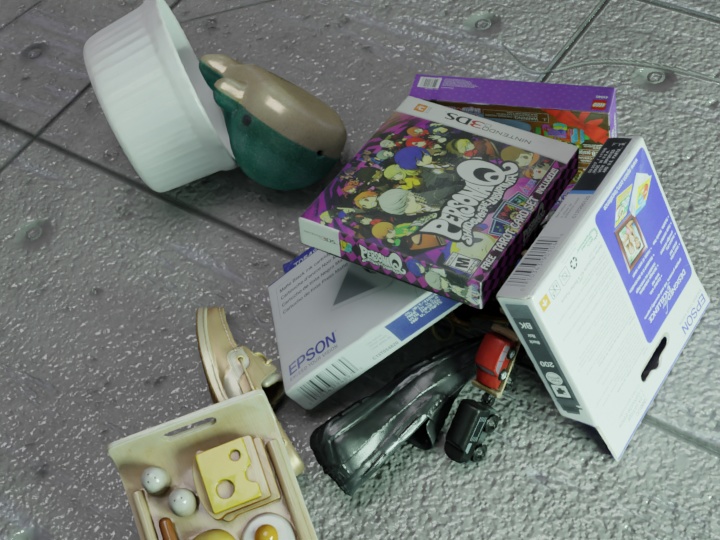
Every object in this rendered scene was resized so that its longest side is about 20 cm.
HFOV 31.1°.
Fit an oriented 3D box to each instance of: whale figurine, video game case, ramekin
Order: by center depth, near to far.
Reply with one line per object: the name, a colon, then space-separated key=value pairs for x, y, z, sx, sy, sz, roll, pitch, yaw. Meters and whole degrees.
video game case: x=0.072 y=-0.067 z=1.143 sx=0.180 sy=0.036 sz=0.200 roll=20 pitch=49 yaw=25
ramekin: x=-0.214 y=-0.182 z=1.378 sx=0.097 sy=0.201 sz=0.201 roll=-25 pitch=49 yaw=2
whale figurine: x=-0.106 y=-0.159 z=1.382 sx=0.200 sy=0.158 sz=0.104 roll=40 pitch=105 yaw=37

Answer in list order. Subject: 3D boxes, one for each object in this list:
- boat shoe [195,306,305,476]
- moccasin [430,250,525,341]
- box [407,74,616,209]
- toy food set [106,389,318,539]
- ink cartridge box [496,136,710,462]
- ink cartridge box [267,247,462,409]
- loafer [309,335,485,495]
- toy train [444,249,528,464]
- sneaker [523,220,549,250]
boat shoe: x=-0.101 y=0.114 z=1.185 sx=0.069 sy=0.074 sz=0.201 roll=-18 pitch=58 yaw=-6
moccasin: x=0.096 y=0.019 z=1.192 sx=0.200 sy=0.074 sz=0.078 roll=10 pitch=37 yaw=35
box: x=0.153 y=-0.124 z=1.274 sx=0.198 sy=0.137 sz=0.039 roll=7 pitch=51 yaw=19
toy food set: x=-0.114 y=0.214 z=1.068 sx=0.142 sy=0.060 sz=0.202 roll=-20 pitch=75 yaw=-3
ink cartridge box: x=0.215 y=0.024 z=1.110 sx=0.043 sy=0.201 sz=0.199 roll=6 pitch=48 yaw=45
ink cartridge box: x=0.000 y=0.000 z=1.208 sx=0.199 sy=0.041 sz=0.201 roll=-36 pitch=39 yaw=19
loafer: x=0.047 y=0.125 z=1.147 sx=0.200 sy=0.068 sz=0.071 roll=-31 pitch=89 yaw=-25
toy train: x=0.118 y=0.073 z=1.106 sx=0.034 sy=0.046 sz=0.202 roll=28 pitch=101 yaw=39
sneaker: x=0.164 y=-0.017 z=1.224 sx=0.198 sy=0.075 sz=0.081 roll=17 pitch=56 yaw=26
